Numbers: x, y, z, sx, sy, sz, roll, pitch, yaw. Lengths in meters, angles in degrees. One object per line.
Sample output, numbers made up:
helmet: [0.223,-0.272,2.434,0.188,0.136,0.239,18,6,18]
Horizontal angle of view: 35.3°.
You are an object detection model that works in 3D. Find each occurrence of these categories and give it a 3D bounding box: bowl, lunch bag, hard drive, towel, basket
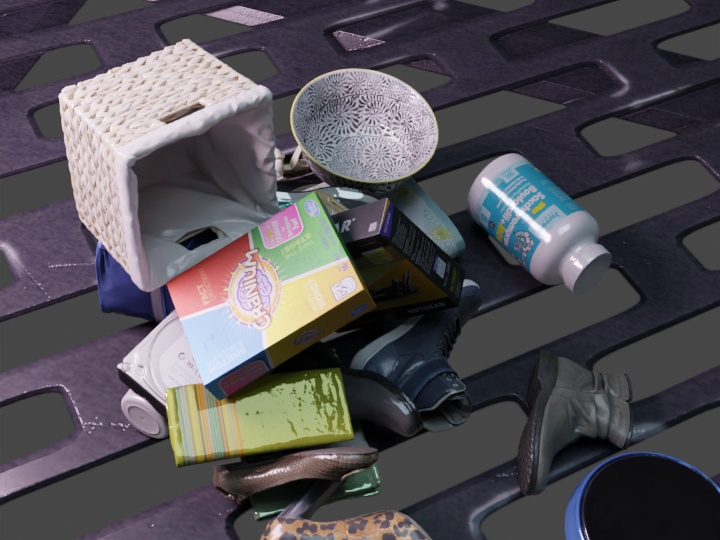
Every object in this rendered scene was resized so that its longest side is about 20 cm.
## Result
bowl: [0.327,0.290,1.254,0.197,0.040,0.202,3,48,-3]
lunch bag: [-0.235,-0.031,1.426,0.130,0.137,0.201,13,47,6]
hard drive: [-0.160,0.089,1.291,0.139,0.038,0.200,37,60,14]
bowl: [0.000,-0.167,1.528,0.198,0.095,0.203,5,55,-7]
towel: [-0.072,0.188,1.322,0.150,0.024,0.202,-11,52,-13]
basket: [-0.216,-0.122,1.289,0.197,0.202,0.160,-29,50,-29]
towel: [-0.110,0.158,1.229,0.197,0.018,0.087,-6,68,-16]
towel: [0.021,-0.062,1.539,0.170,0.048,0.200,-25,55,-21]

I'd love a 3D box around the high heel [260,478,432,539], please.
high heel: [-0.007,0.311,1.195,0.199,0.072,0.143,33,63,22]

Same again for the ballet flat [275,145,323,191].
ballet flat: [-0.098,-0.147,1.588,0.197,0.074,0.074,-13,50,-16]

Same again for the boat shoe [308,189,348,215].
boat shoe: [0.005,-0.034,1.408,0.199,0.073,0.070,34,56,-31]

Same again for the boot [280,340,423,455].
boot: [-0.037,0.168,1.290,0.198,0.070,0.132,24,55,32]

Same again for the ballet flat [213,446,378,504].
ballet flat: [-0.071,0.220,1.218,0.197,0.067,0.047,-12,80,20]

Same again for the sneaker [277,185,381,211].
sneaker: [-0.070,-0.040,1.452,0.197,0.084,0.123,-2,71,7]

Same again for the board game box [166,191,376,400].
board game box: [-0.100,0.026,1.232,0.199,0.040,0.154,-31,54,4]

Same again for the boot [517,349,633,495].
boot: [0.259,0.185,1.328,0.129,0.068,0.202,16,50,2]

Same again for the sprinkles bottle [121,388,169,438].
sprinkles bottle: [-0.202,0.107,1.351,0.068,0.069,0.201,23,50,16]

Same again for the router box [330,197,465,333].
router box: [0.000,0.000,1.341,0.198,0.157,0.053,-15,48,40]

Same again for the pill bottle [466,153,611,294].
pill bottle: [0.241,-0.058,1.509,0.110,0.112,0.200,-27,55,-26]

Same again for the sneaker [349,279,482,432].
sneaker: [0.107,0.106,1.363,0.202,0.077,0.146,-37,49,-21]
